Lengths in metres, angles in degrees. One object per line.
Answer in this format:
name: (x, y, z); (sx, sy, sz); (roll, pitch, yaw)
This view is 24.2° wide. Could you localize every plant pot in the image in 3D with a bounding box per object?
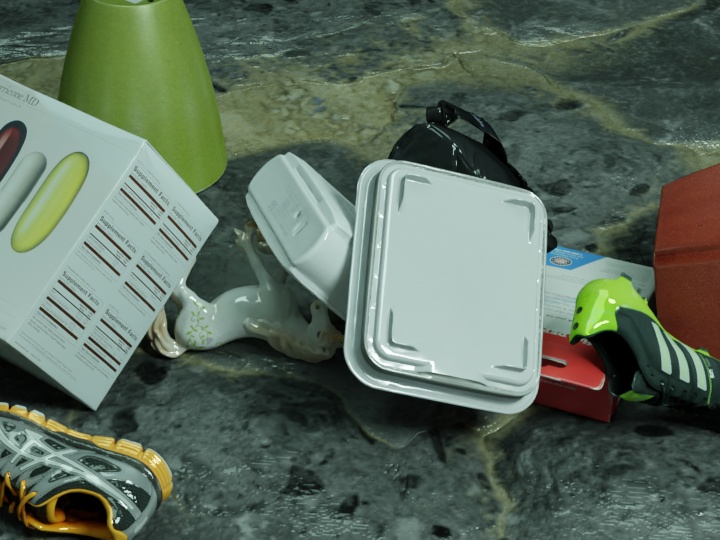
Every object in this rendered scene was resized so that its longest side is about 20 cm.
plant pot: (-0.234, -0.201, 1.742); (0.187, 0.200, 0.187); (1, 32, -1)
plant pot: (0.348, 0.011, 1.455); (0.176, 0.200, 0.200); (-2, 30, 14)

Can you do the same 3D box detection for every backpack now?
backpack: (0.095, -0.056, 1.531); (0.167, 0.126, 0.200); (54, 10, 8)

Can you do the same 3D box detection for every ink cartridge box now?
ink cartridge box: (0.182, 0.061, 1.467); (0.116, 0.067, 0.200); (14, 34, 19)

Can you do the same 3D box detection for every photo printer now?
photo printer: (0.000, 0.000, 1.464); (0.069, 0.200, 0.166); (-45, 34, 7)

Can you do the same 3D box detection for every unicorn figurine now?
unicorn figurine: (-0.099, 0.028, 1.490); (0.200, 0.138, 0.074); (-17, -9, 11)

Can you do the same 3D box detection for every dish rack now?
dish rack: (0.078, 0.006, 1.354); (0.171, 0.044, 0.201); (12, 67, -17)

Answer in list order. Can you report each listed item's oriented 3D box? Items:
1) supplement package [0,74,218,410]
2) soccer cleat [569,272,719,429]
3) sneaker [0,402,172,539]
supplement package: (-0.270, -0.026, 1.433); (0.191, 0.147, 0.200); (24, 74, 31)
soccer cleat: (0.247, 0.086, 1.376); (0.200, 0.067, 0.081); (38, 57, -16)
sneaker: (-0.249, 0.160, 1.287); (0.199, 0.078, 0.077); (9, 39, 11)
